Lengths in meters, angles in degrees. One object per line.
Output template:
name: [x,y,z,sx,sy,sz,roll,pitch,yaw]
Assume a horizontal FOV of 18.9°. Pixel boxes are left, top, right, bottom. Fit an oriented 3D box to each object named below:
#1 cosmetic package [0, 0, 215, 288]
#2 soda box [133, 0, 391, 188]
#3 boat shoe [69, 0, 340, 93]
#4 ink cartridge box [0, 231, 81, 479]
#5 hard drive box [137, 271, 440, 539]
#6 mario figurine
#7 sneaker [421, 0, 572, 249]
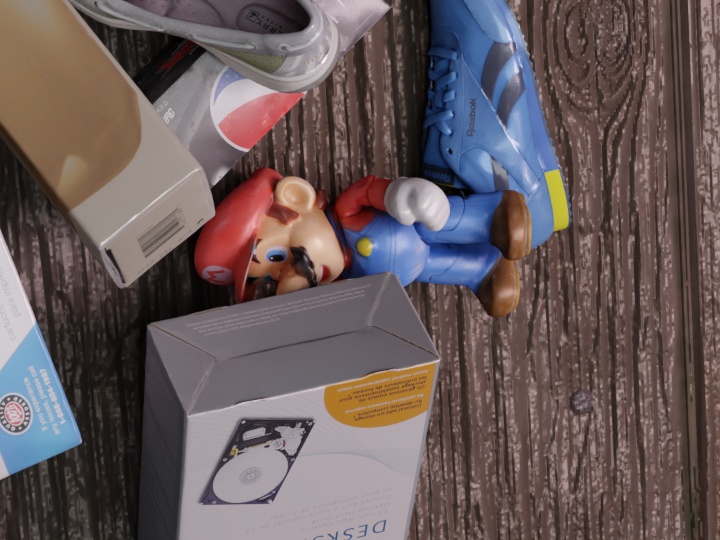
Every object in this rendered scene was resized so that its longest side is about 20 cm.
cosmetic package: [-0.168,-0.096,1.175,0.071,0.105,0.200,-38,78,-7]
soda box: [-0.079,-0.112,1.272,0.200,0.071,0.063,-46,114,-7]
boat shoe: [-0.104,-0.165,1.209,0.201,0.065,0.075,29,79,13]
ink cartridge box: [-0.281,0.054,1.185,0.199,0.146,0.148,-24,109,-14]
hard drive box: [-0.047,0.110,1.281,0.155,0.077,0.201,-12,138,-19]
mario figurine: [0.000,0.000,1.292,0.198,0.106,0.125,1,102,-5]
sneaker: [0.068,-0.100,1.337,0.078,0.066,0.202,-22,108,-12]
